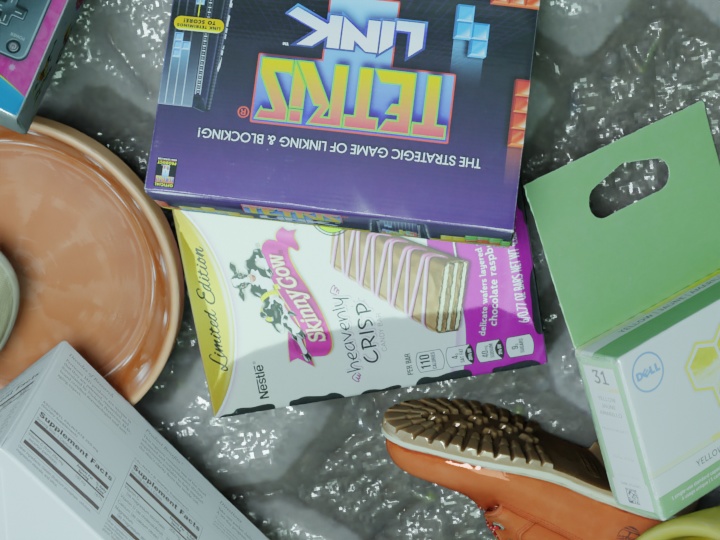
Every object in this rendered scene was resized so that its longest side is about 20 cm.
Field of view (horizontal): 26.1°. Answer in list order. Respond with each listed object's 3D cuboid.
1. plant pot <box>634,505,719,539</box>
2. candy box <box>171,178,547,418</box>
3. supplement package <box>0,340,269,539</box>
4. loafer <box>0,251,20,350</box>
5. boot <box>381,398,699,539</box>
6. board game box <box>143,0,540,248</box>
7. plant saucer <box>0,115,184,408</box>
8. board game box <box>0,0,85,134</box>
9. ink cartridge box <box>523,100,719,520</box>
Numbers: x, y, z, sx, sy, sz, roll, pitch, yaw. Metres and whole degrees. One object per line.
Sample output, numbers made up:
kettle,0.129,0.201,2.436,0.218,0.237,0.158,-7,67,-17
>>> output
plant pot,0.272,0.224,0.898,0.188,0.201,0.201,-7,107,-31
candy box,0.000,0.000,0.909,0.199,0.061,0.137,-10,104,2
supplement package,-0.168,0.174,0.901,0.156,0.111,0.200,-36,108,25
loafer,-0.266,0.061,0.886,0.076,0.068,0.200,39,112,-7
boot,0.097,0.147,0.946,0.199,0.075,0.107,19,109,-7
board game box,-0.006,-0.107,0.845,0.199,0.057,0.166,6,81,4
plant saucer,-0.200,0.004,0.908,0.200,0.032,0.201,3,111,8
board game box,-0.199,-0.190,0.785,0.147,0.064,0.200,22,85,-8
ink cartridge box,0.186,0.020,0.892,0.145,0.048,0.201,-25,108,-27
